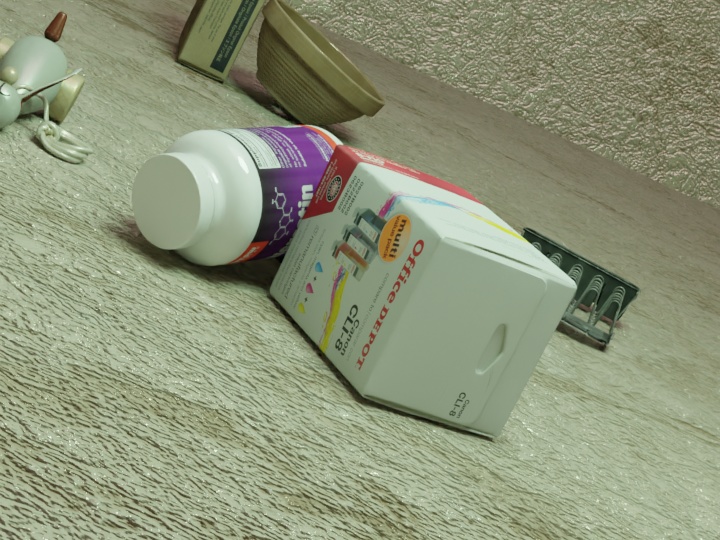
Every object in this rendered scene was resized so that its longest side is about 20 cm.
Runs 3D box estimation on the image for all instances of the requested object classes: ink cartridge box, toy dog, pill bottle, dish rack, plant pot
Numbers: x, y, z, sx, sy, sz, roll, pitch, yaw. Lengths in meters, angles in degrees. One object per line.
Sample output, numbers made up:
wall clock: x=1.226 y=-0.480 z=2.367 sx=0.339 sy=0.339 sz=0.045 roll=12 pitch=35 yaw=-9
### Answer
ink cartridge box: x=-0.176 y=-0.353 z=2.466 sx=0.075 sy=0.166 sz=0.200 roll=24 pitch=13 yaw=-11
toy dog: x=-0.302 y=-0.187 z=1.709 sx=0.131 sy=0.097 sz=0.200 roll=21 pitch=14 yaw=-24
pill bottle: x=-0.097 y=-0.064 z=1.566 sx=0.112 sy=0.113 sz=0.199 roll=34 pitch=24 yaw=29
dish rack: x=0.229 y=0.021 z=2.059 sx=0.153 sy=0.055 sz=0.200 roll=27 pitch=13 yaw=6
plant pot: x=-0.069 y=-0.253 z=2.398 sx=0.201 sy=0.093 sz=0.201 roll=42 pitch=10 yaw=-10
ink cartridge box: x=0.047 y=0.015 z=1.501 sx=0.144 sy=0.146 sz=0.200 roll=19 pitch=14 yaw=-33

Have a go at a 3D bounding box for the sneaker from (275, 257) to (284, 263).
sneaker: x=0.001 y=-0.003 z=1.690 sx=0.199 sy=0.060 sz=0.104 roll=30 pitch=5 yaw=24
